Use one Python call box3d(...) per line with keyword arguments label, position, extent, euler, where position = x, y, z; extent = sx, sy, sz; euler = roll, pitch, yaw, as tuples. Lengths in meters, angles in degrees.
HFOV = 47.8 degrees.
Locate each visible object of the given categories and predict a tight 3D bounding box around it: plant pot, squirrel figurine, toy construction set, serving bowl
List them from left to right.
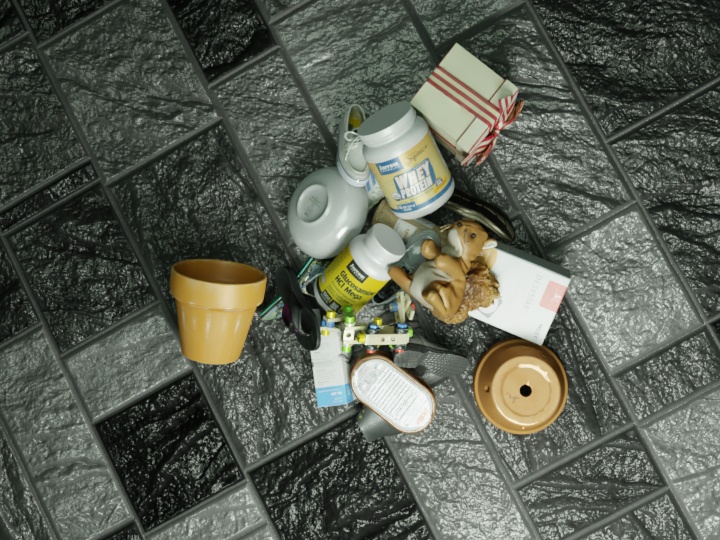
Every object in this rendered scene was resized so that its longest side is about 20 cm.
box3d(label="plant pot", position=(-0.306, 0.090, 1.717), extent=(0.197, 0.200, 0.186), euler=(10, 103, 6))
box3d(label="serving bowl", position=(-0.082, -0.130, 1.712), extent=(0.198, 0.066, 0.203), euler=(-12, 69, 33))
box3d(label="toy construction set", position=(0.027, 0.110, 1.616), extent=(0.198, 0.131, 0.093), euler=(-14, 110, -18))
box3d(label="squirrel figurine", position=(0.191, 0.000, 1.605), extent=(0.187, 0.141, 0.200), euler=(-52, 126, -6))
box3d(label="plant pot", position=(0.331, 0.240, 1.658), extent=(0.197, 0.140, 0.203), euler=(0, 87, 5))

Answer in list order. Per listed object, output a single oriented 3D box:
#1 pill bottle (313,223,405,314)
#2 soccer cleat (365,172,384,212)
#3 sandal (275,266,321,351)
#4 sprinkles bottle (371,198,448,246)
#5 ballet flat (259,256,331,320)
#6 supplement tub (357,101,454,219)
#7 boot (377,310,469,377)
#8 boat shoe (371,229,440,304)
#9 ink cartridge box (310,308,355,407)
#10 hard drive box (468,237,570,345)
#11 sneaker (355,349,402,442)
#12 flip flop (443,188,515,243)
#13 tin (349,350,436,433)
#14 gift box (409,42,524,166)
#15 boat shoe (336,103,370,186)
box3d(label="pill bottle", position=(0.000, 0.000, 1.664), extent=(0.113, 0.112, 0.200), euler=(47, 123, 6))
box3d(label="soccer cleat", position=(0.030, -0.178, 1.742), extent=(0.086, 0.070, 0.202), euler=(21, 87, 24))
box3d(label="sandal", position=(-0.139, 0.083, 1.664), extent=(0.076, 0.048, 0.202), euler=(-55, 52, 40))
box3d(label="sprinkles bottle", position=(0.123, -0.081, 1.733), extent=(0.198, 0.068, 0.069), euler=(27, 90, 7))
box3d(label="ballet flat", position=(-0.132, 0.047, 1.755), extent=(0.074, 0.074, 0.200), euler=(42, 94, 6))
box3d(label="supplement tub", position=(0.091, -0.221, 1.642), extent=(0.144, 0.145, 0.201), euler=(-29, 116, 3))
box3d(label="boot", position=(0.135, 0.145, 1.710), extent=(0.070, 0.198, 0.132), euler=(-50, 38, 28))
box3d(label="boat shoe", position=(0.093, 0.000, 1.697), extent=(0.070, 0.072, 0.201), euler=(40, 115, -3))
box3d(label="ink cartridge box", position=(-0.059, 0.177, 1.710), extent=(0.066, 0.116, 0.203), euler=(-8, 87, 12))
box3d(label="hard drive box", position=(0.312, 0.039, 1.684), extent=(0.198, 0.077, 0.158), euler=(21, 107, 7))
box3d(label="sneaker", position=(0.026, 0.259, 1.719), extent=(0.105, 0.075, 0.202), euler=(-20, 86, 1))
box3d(label="flip flop", position=(0.238, -0.113, 1.725), extent=(0.198, 0.081, 0.058), euler=(25, 125, -1))
box3d(label="tin", position=(0.066, 0.251, 1.668), extent=(0.199, 0.042, 0.112), euler=(37, 101, -2))
box3d(label="gift box", position=(0.215, -0.328, 1.676), extent=(0.186, 0.200, 0.185), euler=(38, 96, 5))
box3d(label="boat shoe", position=(-0.004, -0.273, 1.703), extent=(0.074, 0.086, 0.204), euler=(10, 51, -15))
